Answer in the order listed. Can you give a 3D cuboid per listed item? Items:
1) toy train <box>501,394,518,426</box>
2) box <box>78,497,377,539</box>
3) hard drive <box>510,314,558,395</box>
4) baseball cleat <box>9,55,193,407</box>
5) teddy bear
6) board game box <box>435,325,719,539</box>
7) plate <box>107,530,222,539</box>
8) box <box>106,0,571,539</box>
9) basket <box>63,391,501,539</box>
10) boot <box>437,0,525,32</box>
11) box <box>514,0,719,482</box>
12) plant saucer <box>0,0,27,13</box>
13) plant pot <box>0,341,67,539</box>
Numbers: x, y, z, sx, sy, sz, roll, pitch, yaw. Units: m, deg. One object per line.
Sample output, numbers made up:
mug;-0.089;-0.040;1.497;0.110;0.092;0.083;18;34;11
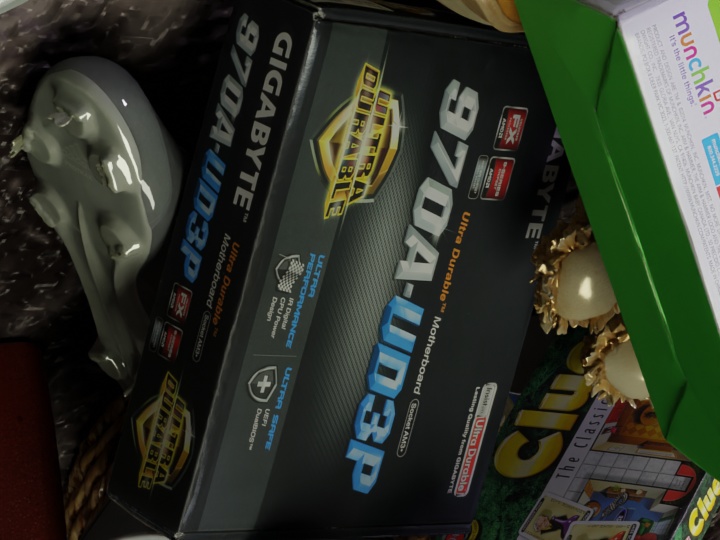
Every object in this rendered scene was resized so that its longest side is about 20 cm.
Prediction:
toy train;0.038;0.113;1.381;0.046;0.034;0.200;-15;151;-31
box;-0.005;0.168;1.152;0.199;0.041;0.156;4;135;35
hard drive;0.158;0.049;1.248;0.134;0.043;0.200;7;180;-36
baseball cleat;-0.069;-0.024;1.076;0.106;0.070;0.201;-42;149;-26
teddy bear;0.127;-0.043;1.099;0.145;0.067;0.201;29;79;-42
board game box;0.108;0.061;1.140;0.104;0.200;0.024;2;137;39
plate;-0.022;0.164;1.105;0.026;0.199;0.201;-55;168;-35
box;0.000;0.000;1.056;0.158;0.046;0.201;4;106;-46
basket;-0.033;0.117;1.225;0.142;0.150;0.200;1;142;-36
boot;0.089;-0.138;0.994;0.201;0.071;0.144;38;88;-24
box;0.169;-0.046;0.963;0.176;0.097;0.201;-28;117;-12
plant saucer;-0.135;-0.125;0.872;0.199;0.050;0.201;-18;150;-11
plant pot;-0.217;0.165;1.144;0.199;0.177;0.200;-6;145;-29
